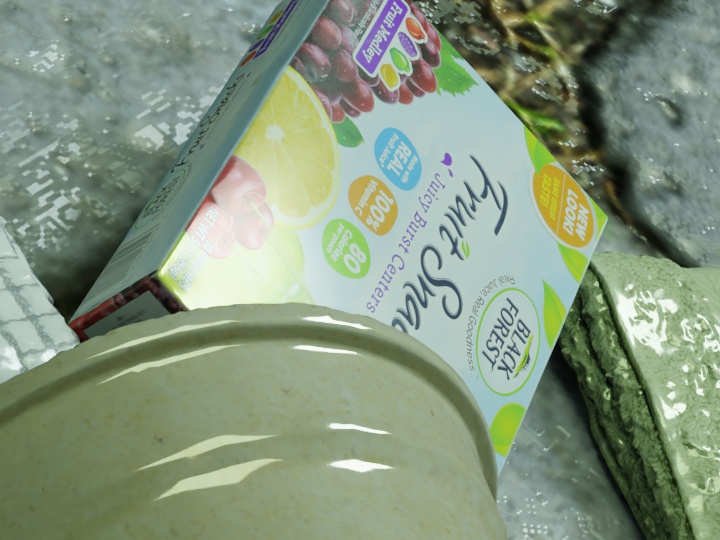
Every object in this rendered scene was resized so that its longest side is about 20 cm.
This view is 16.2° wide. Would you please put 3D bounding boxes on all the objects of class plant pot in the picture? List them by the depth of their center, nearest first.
[{"bbox_3d":[-0.019,0.143,0.618,0.200,0.200,0.183,-1,40,-30],"label":"plant pot"}]

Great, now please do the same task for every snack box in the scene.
[{"bbox_3d":[0.000,0.000,0.863,0.142,0.053,0.200,47,40,-17],"label":"snack box"}]

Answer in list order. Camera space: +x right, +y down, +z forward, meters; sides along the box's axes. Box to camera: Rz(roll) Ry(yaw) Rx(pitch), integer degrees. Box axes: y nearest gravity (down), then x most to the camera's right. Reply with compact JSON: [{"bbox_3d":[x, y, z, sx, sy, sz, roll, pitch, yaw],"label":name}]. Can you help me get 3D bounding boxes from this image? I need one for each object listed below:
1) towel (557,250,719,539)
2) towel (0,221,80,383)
[{"bbox_3d":[0.160,0.073,0.927,0.148,0.036,0.200,1,50,-29],"label":"towel"},{"bbox_3d":[-0.198,-0.005,0.771,0.166,0.086,0.200,-16,60,-42],"label":"towel"}]
